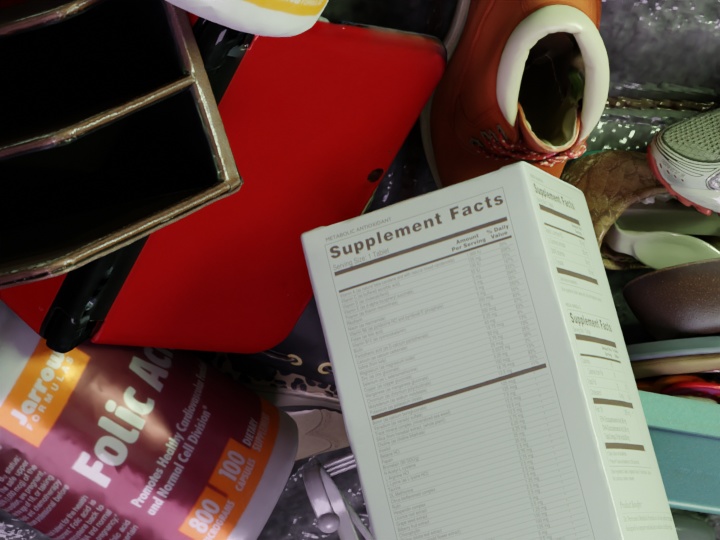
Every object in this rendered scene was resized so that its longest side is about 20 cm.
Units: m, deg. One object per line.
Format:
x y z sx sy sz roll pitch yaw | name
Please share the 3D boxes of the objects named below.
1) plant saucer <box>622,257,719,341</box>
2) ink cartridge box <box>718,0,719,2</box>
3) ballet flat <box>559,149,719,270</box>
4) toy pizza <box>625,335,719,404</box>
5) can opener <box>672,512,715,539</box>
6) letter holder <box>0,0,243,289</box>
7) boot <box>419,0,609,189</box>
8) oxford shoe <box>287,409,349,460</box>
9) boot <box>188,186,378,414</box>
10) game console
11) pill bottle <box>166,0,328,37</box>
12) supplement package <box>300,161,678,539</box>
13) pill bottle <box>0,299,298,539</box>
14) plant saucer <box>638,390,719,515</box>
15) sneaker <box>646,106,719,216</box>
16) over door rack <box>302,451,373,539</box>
0.230 0.023 1.209 0.199 0.032 0.200 0 170 0 | plant saucer
0.162 -0.206 1.017 0.200 0.088 0.145 32 124 -33 | ink cartridge box
0.196 -0.021 1.215 0.199 0.066 0.071 -1 133 -4 | ballet flat
0.205 0.063 1.250 0.199 0.032 0.200 0 169 0 | toy pizza
0.106 0.170 1.419 0.199 0.053 0.067 0 102 -4 | can opener
-0.177 -0.044 1.013 0.199 0.142 0.101 -11 102 34 | letter holder
0.072 -0.072 1.129 0.075 0.108 0.201 -1 137 -7 | boot
-0.073 0.100 1.305 0.199 0.075 0.071 -14 133 8 | oxford shoe
0.000 0.000 1.220 0.199 0.073 0.151 2 134 1 | boot
-0.090 -0.067 1.113 0.172 0.119 0.200 41 125 15 | game console
-0.026 -0.203 0.959 0.116 0.117 0.201 21 110 -23 | pill bottle
0.063 0.067 1.091 0.113 0.201 0.109 -17 169 17 | supplement package
-0.140 0.070 1.191 0.199 0.114 0.114 32 126 -13 | pill bottle
0.165 0.094 1.207 0.199 0.019 0.070 12 132 -31 | plant saucer
0.230 -0.086 1.158 0.199 0.078 0.082 -19 127 3 | sneaker
0.063 0.121 1.278 0.147 0.067 0.200 -21 161 5 | over door rack
